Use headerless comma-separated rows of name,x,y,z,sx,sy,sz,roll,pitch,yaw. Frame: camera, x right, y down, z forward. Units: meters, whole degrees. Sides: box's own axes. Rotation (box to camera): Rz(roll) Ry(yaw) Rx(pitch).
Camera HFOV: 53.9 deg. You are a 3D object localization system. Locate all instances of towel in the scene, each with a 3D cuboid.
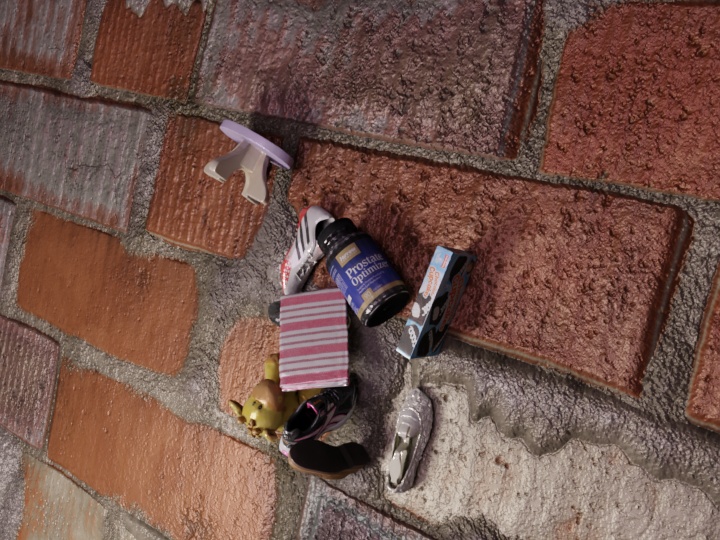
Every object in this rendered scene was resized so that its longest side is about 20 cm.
towel,-0.092,0.136,1.417,0.142,0.030,0.205,-6,67,9

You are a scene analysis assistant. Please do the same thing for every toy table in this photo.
toy table,-0.246,-0.229,1.524,0.198,0.183,0.119,27,84,39

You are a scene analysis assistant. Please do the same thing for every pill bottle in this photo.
pill bottle,0.000,0.000,1.377,0.112,0.111,0.202,-45,66,22

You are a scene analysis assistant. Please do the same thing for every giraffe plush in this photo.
giraffe plush,-0.179,0.274,1.445,0.169,0.161,0.206,-2,86,31

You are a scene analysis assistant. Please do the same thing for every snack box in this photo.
snack box,0.139,0.059,1.282,0.037,0.115,0.204,26,101,29

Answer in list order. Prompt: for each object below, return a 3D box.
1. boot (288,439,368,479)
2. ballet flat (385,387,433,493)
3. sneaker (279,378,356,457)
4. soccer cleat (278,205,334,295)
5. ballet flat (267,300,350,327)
boot,-0.072,0.373,1.351,0.076,0.198,0.074,-46,52,23
ballet flat,0.088,0.325,1.330,0.070,0.071,0.206,14,94,32
sneaker,-0.077,0.273,1.371,0.079,0.200,0.088,29,144,21
soccer cleat,-0.110,-0.034,1.477,0.084,0.068,0.205,20,93,35
ballet flat,-0.105,0.096,1.485,0.195,0.057,0.068,7,68,27
